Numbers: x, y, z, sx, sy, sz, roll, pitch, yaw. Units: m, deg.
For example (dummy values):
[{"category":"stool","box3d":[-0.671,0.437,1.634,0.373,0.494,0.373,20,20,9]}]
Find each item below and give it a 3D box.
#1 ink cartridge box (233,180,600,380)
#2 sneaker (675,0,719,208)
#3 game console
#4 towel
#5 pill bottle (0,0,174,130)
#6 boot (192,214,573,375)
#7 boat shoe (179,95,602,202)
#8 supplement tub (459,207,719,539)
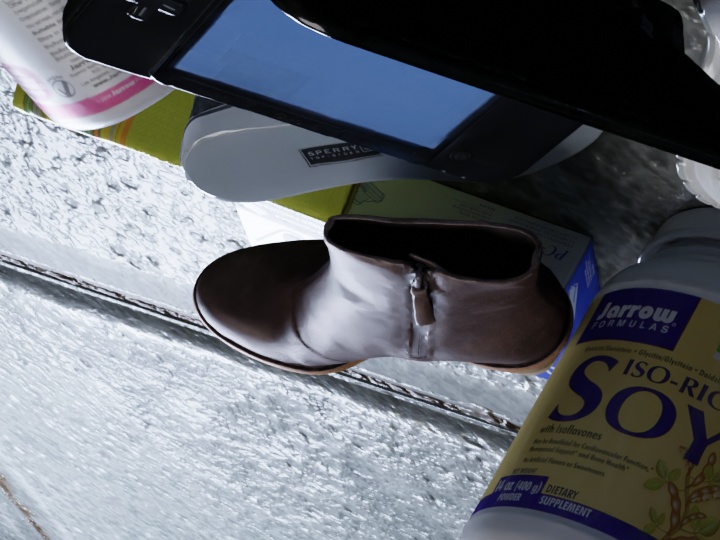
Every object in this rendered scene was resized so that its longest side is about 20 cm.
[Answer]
[{"category":"ink cartridge box","box3d":[0.029,-0.009,1.104,0.200,0.044,0.094,20,154,24]},{"category":"sneaker","box3d":[0.169,-0.078,0.783,0.087,0.075,0.200,19,153,17]},{"category":"game console","box3d":[0.018,-0.058,0.705,0.200,0.117,0.176,16,146,-28]},{"category":"towel","box3d":[-0.079,-0.091,1.038,0.200,0.086,0.018,21,177,23]},{"category":"pill bottle","box3d":[-0.155,-0.169,0.943,0.113,0.113,0.200,5,143,46]},{"category":"boot","box3d":[0.000,0.000,0.984,0.200,0.072,0.166,8,164,14]},{"category":"boat shoe","box3d":[0.015,-0.080,0.956,0.199,0.068,0.074,-10,142,22]},{"category":"supplement tub","box3d":[0.148,0.086,0.953,0.145,0.200,0.145,26,155,13]}]
